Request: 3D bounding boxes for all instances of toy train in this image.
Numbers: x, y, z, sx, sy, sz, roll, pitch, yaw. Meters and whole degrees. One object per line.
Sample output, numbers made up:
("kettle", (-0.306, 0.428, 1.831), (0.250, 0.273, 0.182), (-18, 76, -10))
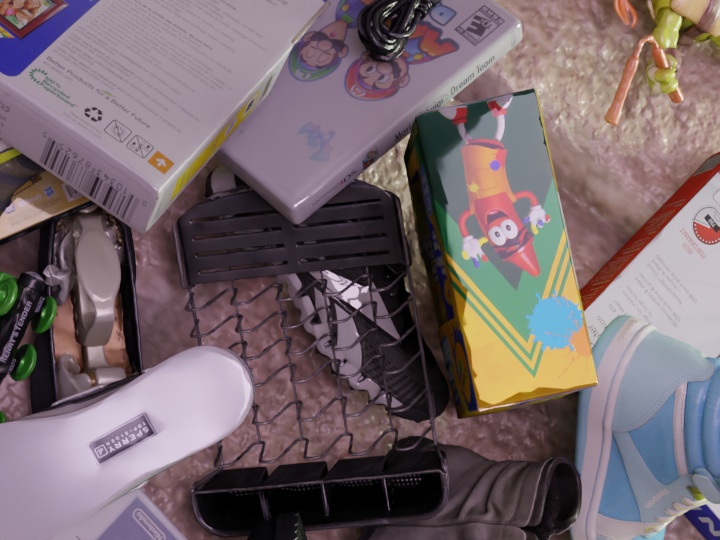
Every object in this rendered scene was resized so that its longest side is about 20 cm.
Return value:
("toy train", (-0.231, 0.090, 1.493), (0.042, 0.056, 0.200), (28, 83, -36))

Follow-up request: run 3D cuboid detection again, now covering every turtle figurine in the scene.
("turtle figurine", (0.220, -0.159, 1.672), (0.161, 0.064, 0.200), (23, 69, -22))

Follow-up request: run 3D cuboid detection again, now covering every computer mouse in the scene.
("computer mouse", (-0.035, -0.202, 1.549), (0.200, 0.044, 0.110), (27, 65, 22))

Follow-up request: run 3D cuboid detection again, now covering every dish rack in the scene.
("dish rack", (-0.032, 0.048, 1.526), (0.153, 0.055, 0.200), (-6, 104, 12))

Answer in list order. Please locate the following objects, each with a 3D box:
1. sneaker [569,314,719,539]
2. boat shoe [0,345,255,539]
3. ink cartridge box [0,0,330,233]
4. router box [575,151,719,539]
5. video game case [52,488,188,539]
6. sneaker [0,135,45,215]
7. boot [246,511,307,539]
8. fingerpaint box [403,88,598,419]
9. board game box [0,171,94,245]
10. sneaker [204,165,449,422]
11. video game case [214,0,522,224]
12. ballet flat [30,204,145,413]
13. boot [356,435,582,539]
("sneaker", (0.196, 0.127, 1.560), (0.130, 0.200, 0.080), (19, 48, 24))
("boat shoe", (-0.151, 0.098, 1.468), (0.200, 0.068, 0.072), (-28, 88, -2))
("ink cartridge box", (-0.147, -0.137, 1.451), (0.197, 0.047, 0.200), (33, 43, 6))
("router box", (0.238, 0.056, 1.664), (0.180, 0.049, 0.200), (-45, 99, -17))
("video game case", (-0.144, 0.240, 1.514), (0.182, 0.023, 0.200), (-47, 112, -17))
("sneaker", (-0.234, -0.018, 1.430), (0.200, 0.074, 0.081), (-34, 114, -14))
("boot", (-0.108, 0.224, 1.460), (0.168, 0.076, 0.200), (-6, 48, 7))
("fingerpaint box", (0.075, -0.003, 1.511), (0.073, 0.200, 0.167), (-12, 87, -2))
("board game box", (-0.259, -0.063, 1.474), (0.200, 0.035, 0.136), (-24, 90, -12))
("sneaker", (0.000, 0.000, 1.566), (0.090, 0.066, 0.200), (-36, 96, 25))
("video game case", (-0.037, -0.141, 1.550), (0.182, 0.024, 0.200), (-40, 62, -18))
("ballet flat", (-0.155, 0.044, 1.526), (0.073, 0.073, 0.200), (-2, 85, -18))
("boot", (0.046, 0.191, 1.537), (0.068, 0.131, 0.200), (34, 73, -43))
